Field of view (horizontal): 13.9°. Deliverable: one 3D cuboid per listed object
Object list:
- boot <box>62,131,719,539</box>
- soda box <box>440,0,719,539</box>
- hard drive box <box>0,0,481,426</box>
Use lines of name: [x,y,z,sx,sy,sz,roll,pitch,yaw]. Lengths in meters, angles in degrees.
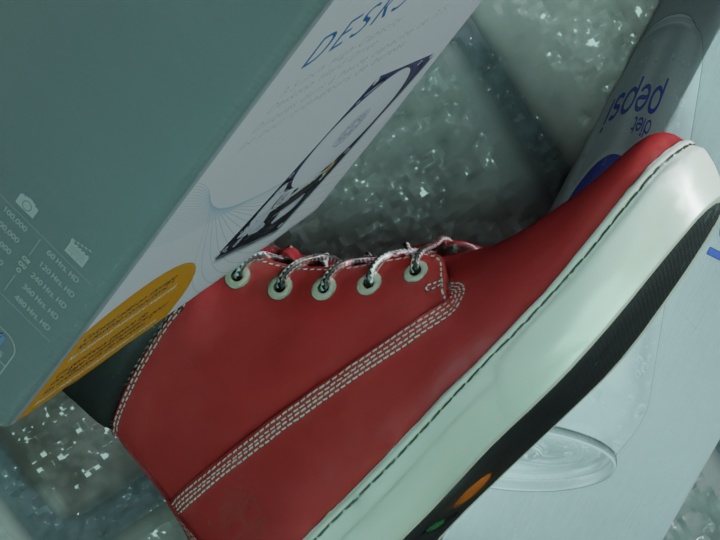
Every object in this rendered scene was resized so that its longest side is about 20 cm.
boot: [0.000,0.000,0.874,0.200,0.072,0.144,-45,76,19]
soda box: [0.092,0.002,0.921,0.068,0.063,0.200,25,101,-15]
hard drive box: [-0.028,-0.073,0.744,0.077,0.156,0.200,45,130,7]
